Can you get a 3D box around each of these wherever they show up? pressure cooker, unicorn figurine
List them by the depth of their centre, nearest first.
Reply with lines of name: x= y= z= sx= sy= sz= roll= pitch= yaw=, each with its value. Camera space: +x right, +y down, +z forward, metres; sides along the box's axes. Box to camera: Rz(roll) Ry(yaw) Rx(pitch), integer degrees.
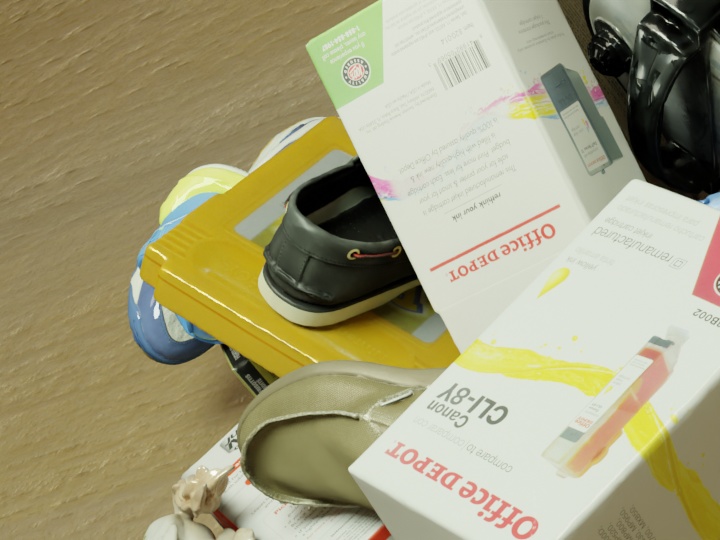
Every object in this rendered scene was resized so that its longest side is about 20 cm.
pressure cooker: x=0.216 y=-0.133 z=1.568 sx=0.200 sy=0.176 sz=0.179 roll=-42 pitch=21 yaw=-15
unicorn figurine: x=-0.114 y=0.200 z=1.581 sx=0.200 sy=0.074 sz=0.137 roll=-59 pitch=20 yaw=-11

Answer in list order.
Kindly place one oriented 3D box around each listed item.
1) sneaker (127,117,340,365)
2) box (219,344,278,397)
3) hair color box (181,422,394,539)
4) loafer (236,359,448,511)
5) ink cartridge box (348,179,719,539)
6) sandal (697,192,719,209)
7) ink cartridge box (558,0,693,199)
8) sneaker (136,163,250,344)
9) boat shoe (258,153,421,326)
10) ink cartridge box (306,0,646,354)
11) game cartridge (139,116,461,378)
sneaker: x=-0.057 y=-0.024 z=1.761 sx=0.200 sy=0.075 sz=0.088 roll=-48 pitch=23 yaw=-21
box: x=0.008 y=0.003 z=1.773 sx=0.200 sy=0.050 sz=0.075 roll=-38 pitch=22 yaw=3
hair color box: x=-0.012 y=0.126 z=1.584 sx=0.102 sy=0.061 sz=0.200 roll=-42 pitch=26 yaw=-8
loafer: x=0.016 y=0.089 z=1.458 sx=0.200 sy=0.076 sz=0.067 roll=-10 pitch=35 yaw=35
ink cartridge box: x=0.116 y=0.068 z=1.315 sx=0.200 sy=0.083 sz=0.145 roll=-45 pitch=35 yaw=-14
sandal: x=0.154 y=-0.006 z=1.550 sx=0.200 sy=0.079 sz=0.087 roll=-22 pitch=37 yaw=29
ink cartridge box: x=0.107 y=-0.123 z=1.668 sx=0.075 sy=0.200 sz=0.165 roll=-29 pitch=25 yaw=22
sneaker: x=-0.040 y=0.023 z=1.672 sx=0.200 sy=0.076 sz=0.105 roll=29 pitch=50 yaw=17
boat shoe: x=0.026 y=-0.034 z=1.594 sx=0.201 sy=0.074 sz=0.063 roll=-28 pitch=-33 yaw=-46
ink cartridge box: x=0.071 y=-0.056 z=1.520 sx=0.117 sy=0.200 sz=0.067 roll=-26 pitch=-1 yaw=40
game cartridge: x=0.000 y=0.000 z=1.612 sx=0.200 sy=0.176 sz=0.032 roll=-39 pitch=-26 yaw=-51
